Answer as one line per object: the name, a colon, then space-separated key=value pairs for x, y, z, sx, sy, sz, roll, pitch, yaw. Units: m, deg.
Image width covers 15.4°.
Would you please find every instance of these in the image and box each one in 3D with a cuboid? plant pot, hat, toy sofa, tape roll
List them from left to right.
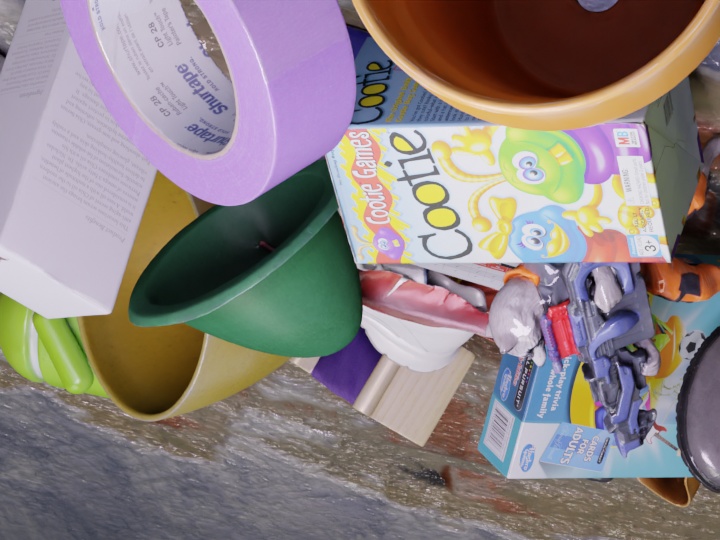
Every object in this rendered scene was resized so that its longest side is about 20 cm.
tape roll: x=-0.092 y=-0.140 z=1.539 sx=0.200 sy=0.066 sz=0.201 roll=38 pitch=146 yaw=32
plant pot: x=-0.102 y=0.003 z=1.943 sx=0.141 sy=0.201 sz=0.200 roll=-5 pitch=174 yaw=-34
hat: x=-0.024 y=0.043 z=1.708 sx=0.199 sy=0.166 sz=0.176 roll=-14 pitch=119 yaw=45
toy sofa: x=0.001 y=0.059 z=2.012 sx=0.097 sy=0.083 sz=0.200 roll=31 pitch=179 yaw=-19
plant pot: x=0.105 y=-0.160 z=1.343 sx=0.199 sy=0.201 sz=0.183 roll=10 pitch=175 yaw=15

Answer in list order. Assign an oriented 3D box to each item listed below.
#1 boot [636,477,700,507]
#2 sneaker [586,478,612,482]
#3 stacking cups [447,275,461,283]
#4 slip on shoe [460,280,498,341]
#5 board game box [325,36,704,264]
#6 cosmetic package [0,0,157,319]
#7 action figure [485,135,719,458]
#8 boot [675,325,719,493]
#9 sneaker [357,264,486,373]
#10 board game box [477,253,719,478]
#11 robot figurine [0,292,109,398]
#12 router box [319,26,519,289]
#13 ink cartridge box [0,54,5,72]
boot: x=0.255 y=0.109 z=1.964 sx=0.071 sy=0.145 sz=0.201 roll=2 pitch=155 yaw=36
sneaker: x=0.174 y=0.110 z=2.019 sx=0.077 sy=0.082 sz=0.200 roll=8 pitch=-168 yaw=5
stacking cups: x=-0.013 y=-0.047 z=1.880 sx=0.199 sy=0.061 sz=0.060 roll=25 pitch=158 yaw=-21
slip on shoe: x=0.141 y=0.041 z=1.996 sx=0.199 sy=0.061 sz=0.074 roll=17 pitch=158 yaw=-6
board game box: x=0.092 y=-0.074 z=1.588 sx=0.199 sy=0.105 sz=0.103 roll=0 pitch=127 yaw=22
cosmetic package: x=-0.188 y=-0.080 z=1.727 sx=0.071 sy=0.201 sz=0.101 roll=-6 pitch=150 yaw=45
action figure: x=0.167 y=0.015 z=1.695 sx=0.105 sy=0.193 sz=0.201 roll=52 pitch=158 yaw=43
boot: x=0.286 y=0.047 z=1.711 sx=0.070 sy=0.201 sz=0.131 roll=34 pitch=157 yaw=-23
sneaker: x=0.000 y=0.000 z=1.847 sx=0.199 sy=0.075 sz=0.087 roll=22 pitch=148 yaw=-21
board game box: x=0.191 y=0.064 z=1.799 sx=0.199 sy=0.152 sz=0.047 roll=2 pitch=-157 yaw=-29
robot figurine: x=-0.211 y=0.045 z=2.192 sx=0.199 sy=0.116 sz=0.175 roll=11 pitch=-170 yaw=13
router box: x=0.041 y=-0.071 z=1.748 sx=0.199 sy=0.049 sz=0.180 roll=17 pitch=148 yaw=-1
ink cartridge box: x=-0.308 y=-0.111 z=1.907 sx=0.145 sy=0.084 sz=0.200 roll=-1 pitch=153 yaw=39
